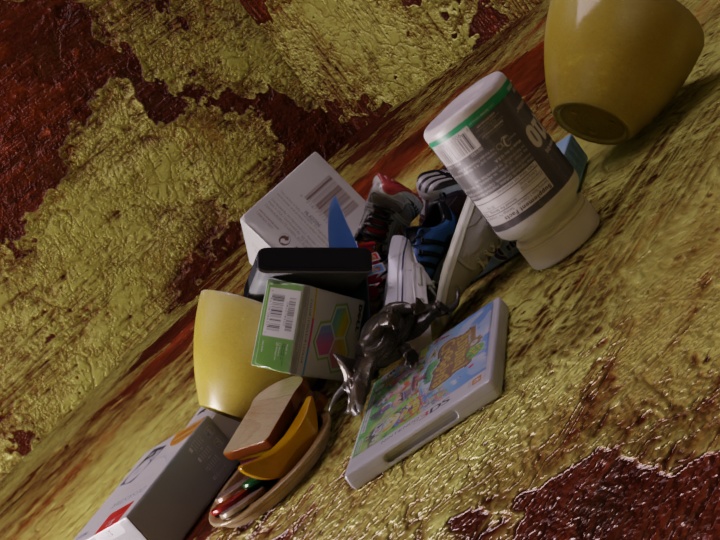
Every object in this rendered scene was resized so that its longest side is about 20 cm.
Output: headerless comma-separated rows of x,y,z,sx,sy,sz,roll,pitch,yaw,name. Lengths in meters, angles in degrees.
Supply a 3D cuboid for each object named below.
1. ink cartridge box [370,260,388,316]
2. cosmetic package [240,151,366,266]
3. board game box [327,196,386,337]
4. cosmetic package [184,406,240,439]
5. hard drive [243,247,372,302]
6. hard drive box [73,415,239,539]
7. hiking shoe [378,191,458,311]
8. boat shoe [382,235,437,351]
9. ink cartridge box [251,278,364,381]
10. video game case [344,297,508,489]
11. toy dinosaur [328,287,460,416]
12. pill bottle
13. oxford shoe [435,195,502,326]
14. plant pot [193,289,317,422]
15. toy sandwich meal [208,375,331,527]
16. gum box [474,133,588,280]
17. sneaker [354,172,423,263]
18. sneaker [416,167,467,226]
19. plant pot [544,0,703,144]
0.028,0.018,1.601,0.109,0.051,0.200,-42,12,-11,ink cartridge box
-0.075,-0.045,1.739,0.166,0.167,0.200,-43,-13,-14,cosmetic package
0.000,0.000,1.453,0.038,0.160,0.201,-10,44,-13,board game box
-0.216,0.229,1.589,0.082,0.051,0.200,-35,11,27,cosmetic package
-0.071,0.010,1.366,0.137,0.034,0.200,-1,-13,-11,hard drive
-0.264,0.300,1.395,0.155,0.077,0.200,-33,13,36,hard drive box
0.072,-0.013,1.442,0.074,0.087,0.200,-14,27,46,hiking shoe
0.061,0.034,1.320,0.202,0.065,0.074,-83,-1,-49,boat shoe
-0.048,0.080,1.340,0.058,0.106,0.199,8,-6,31,ink cartridge box
0.072,0.120,1.102,0.181,0.022,0.200,-36,11,20,video game case
0.036,0.065,1.186,0.102,0.077,0.200,-17,27,49,toy dinosaur
0.170,-0.108,1.197,0.113,0.201,0.113,-37,11,9,pill bottle
0.135,-0.028,1.276,0.075,0.057,0.203,68,-138,-80,oxford shoe
-0.145,0.130,1.447,0.199,0.198,0.144,-13,55,67,plant pot
-0.112,0.208,1.252,0.204,0.071,0.205,-39,11,8,toy sandwich meal
0.204,-0.080,1.392,0.169,0.045,0.200,-34,12,30,gum box
0.035,-0.062,1.496,0.083,0.077,0.201,-57,-12,-22,sneaker
0.152,-0.093,1.574,0.198,0.117,0.075,-12,30,-37,sneaker
0.309,-0.244,1.345,0.200,0.198,0.144,-13,53,68,plant pot
